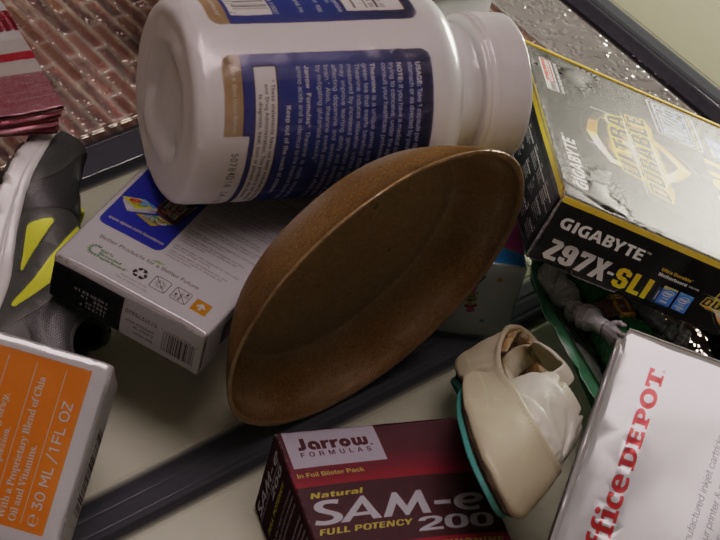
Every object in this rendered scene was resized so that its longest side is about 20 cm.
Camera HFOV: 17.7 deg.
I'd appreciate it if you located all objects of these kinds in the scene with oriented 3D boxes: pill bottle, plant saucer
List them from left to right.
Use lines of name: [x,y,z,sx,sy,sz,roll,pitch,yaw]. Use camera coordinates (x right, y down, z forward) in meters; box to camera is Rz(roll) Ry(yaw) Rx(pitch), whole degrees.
pill bottle: [-0.013,-0.096,1.255,0.199,0.111,0.111,-4,46,-23]
plant saucer: [0.000,0.000,1.227,0.199,0.201,0.035,-24,62,-36]

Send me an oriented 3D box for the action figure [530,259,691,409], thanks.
action figure: [0.151,0.047,1.314,0.118,0.055,0.201,0,51,-46]

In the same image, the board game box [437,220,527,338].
board game box: [0.015,-0.055,1.399,0.146,0.065,0.201,6,43,-11]

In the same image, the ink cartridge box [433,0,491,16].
ink cartridge box: [-0.021,-0.233,1.440,0.199,0.146,0.145,21,19,25]

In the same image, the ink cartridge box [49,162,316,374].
ink cartridge box: [-0.078,-0.030,1.271,0.094,0.037,0.200,27,45,12]

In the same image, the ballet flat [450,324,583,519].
ballet flat: [0.084,0.072,1.219,0.069,0.070,0.200,12,13,-5]

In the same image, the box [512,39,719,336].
box: [0.163,-0.047,1.357,0.159,0.050,0.200,24,27,-16]

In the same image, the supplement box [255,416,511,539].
supplement box: [0.027,0.169,1.163,0.108,0.061,0.201,-4,44,-22]

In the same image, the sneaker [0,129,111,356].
sneaker: [-0.173,0.009,1.271,0.084,0.075,0.201,18,50,-7]

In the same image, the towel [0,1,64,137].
towel: [-0.268,-0.132,1.317,0.143,0.023,0.200,-10,44,-25]

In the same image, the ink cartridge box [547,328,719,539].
ink cartridge box: [0.201,0.136,1.194,0.199,0.083,0.147,20,76,4]

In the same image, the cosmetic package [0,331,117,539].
cosmetic package: [-0.229,0.070,1.144,0.199,0.071,0.102,16,78,-1]

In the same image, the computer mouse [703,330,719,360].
computer mouse: [0.243,0.025,1.396,0.138,0.053,0.201,-3,45,-23]
